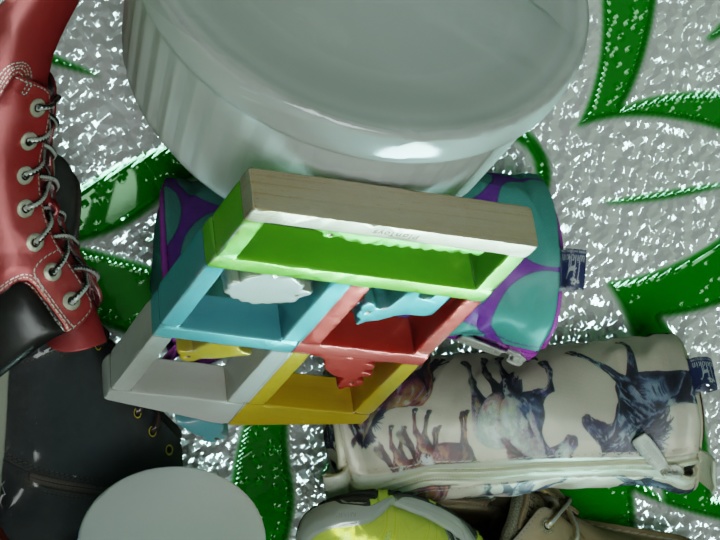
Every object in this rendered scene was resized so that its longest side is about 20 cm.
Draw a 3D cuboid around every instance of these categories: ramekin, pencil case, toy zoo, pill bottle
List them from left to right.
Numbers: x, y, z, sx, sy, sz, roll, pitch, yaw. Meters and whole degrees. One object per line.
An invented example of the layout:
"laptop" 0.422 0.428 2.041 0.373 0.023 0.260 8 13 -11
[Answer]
"pill bottle" -0.087 0.192 0.985 0.111 0.113 0.201 -5 133 -9
"toy zoo" -0.028 0.023 0.895 0.130 0.021 0.200 7 148 -25
"ramekin" -0.010 -0.106 0.885 0.200 0.204 0.094 11 142 -15
"pencil case" 0.000 0.000 0.977 0.198 0.085 0.093 -1 79 -10
"pencil case" 0.074 0.078 1.020 0.198 0.090 0.079 -5 113 -9

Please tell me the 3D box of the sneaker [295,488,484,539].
"sneaker" 0.042 0.182 0.990 0.075 0.077 0.200 -31 117 24

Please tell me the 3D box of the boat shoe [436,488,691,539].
"boat shoe" 0.085 0.142 1.057 0.198 0.072 0.066 3 111 -6

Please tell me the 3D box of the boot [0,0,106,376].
"boot" -0.134 -0.050 0.876 0.144 0.072 0.200 42 104 -1

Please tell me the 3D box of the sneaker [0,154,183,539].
"sneaker" -0.132 0.039 0.983 0.105 0.075 0.202 2 111 -23

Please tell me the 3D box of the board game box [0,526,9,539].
"board game box" -0.194 0.149 0.936 0.019 0.200 0.104 14 108 -36
